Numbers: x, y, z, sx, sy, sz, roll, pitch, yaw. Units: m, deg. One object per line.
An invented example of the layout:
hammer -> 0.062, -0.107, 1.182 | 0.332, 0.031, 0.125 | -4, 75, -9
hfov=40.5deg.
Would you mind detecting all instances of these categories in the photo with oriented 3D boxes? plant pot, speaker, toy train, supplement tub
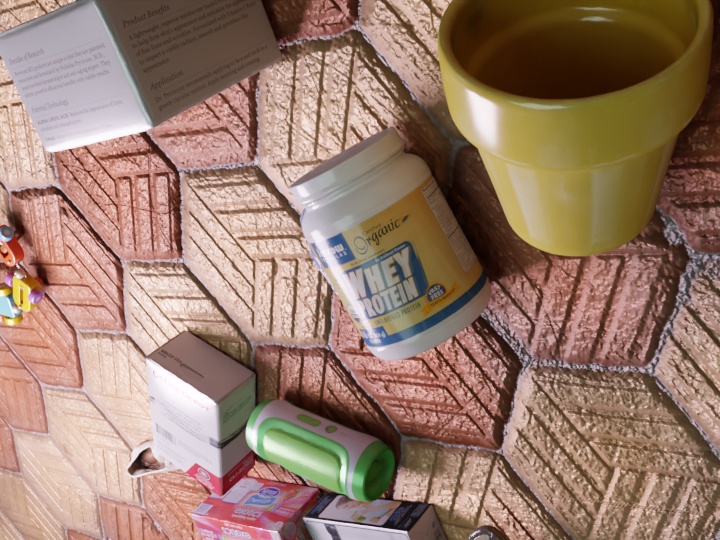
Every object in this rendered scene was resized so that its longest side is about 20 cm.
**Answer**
plant pot -> 0.171, -0.122, 0.774 | 0.200, 0.201, 0.190 | 19, 146, 31
speaker -> -0.055, 0.236, 1.294 | 0.199, 0.088, 0.089 | 17, 128, 33
toy train -> -0.581, 0.004, 1.619 | 0.151, 0.056, 0.200 | 52, 136, 1
supplement tub -> 0.029, -0.027, 0.986 | 0.144, 0.145, 0.201 | -19, 106, 47

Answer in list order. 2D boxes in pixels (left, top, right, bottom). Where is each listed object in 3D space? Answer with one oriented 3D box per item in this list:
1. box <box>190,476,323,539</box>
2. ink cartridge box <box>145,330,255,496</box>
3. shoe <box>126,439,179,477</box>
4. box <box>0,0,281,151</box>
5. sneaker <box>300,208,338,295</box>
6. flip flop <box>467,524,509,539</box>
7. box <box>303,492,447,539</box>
box -> -0.144, 0.383, 1.465 | 0.199, 0.103, 0.095 | -3, 117, 41
ink cartridge box -> -0.231, 0.208, 1.430 | 0.144, 0.084, 0.201 | 27, 134, 25
shoe -> -0.324, 0.306, 1.604 | 0.199, 0.053, 0.070 | -25, 101, 48
box -> -0.229, -0.231, 1.016 | 0.199, 0.199, 0.132 | -3, 116, 43
sneaker -> 0.000, 0.000, 1.101 | 0.201, 0.075, 0.077 | 61, 160, -11
flip flop -> 0.206, 0.376, 1.191 | 0.200, 0.058, 0.081 | 42, 135, -12
box -> 0.026, 0.376, 1.339 | 0.199, 0.060, 0.117 | -5, 115, 43
